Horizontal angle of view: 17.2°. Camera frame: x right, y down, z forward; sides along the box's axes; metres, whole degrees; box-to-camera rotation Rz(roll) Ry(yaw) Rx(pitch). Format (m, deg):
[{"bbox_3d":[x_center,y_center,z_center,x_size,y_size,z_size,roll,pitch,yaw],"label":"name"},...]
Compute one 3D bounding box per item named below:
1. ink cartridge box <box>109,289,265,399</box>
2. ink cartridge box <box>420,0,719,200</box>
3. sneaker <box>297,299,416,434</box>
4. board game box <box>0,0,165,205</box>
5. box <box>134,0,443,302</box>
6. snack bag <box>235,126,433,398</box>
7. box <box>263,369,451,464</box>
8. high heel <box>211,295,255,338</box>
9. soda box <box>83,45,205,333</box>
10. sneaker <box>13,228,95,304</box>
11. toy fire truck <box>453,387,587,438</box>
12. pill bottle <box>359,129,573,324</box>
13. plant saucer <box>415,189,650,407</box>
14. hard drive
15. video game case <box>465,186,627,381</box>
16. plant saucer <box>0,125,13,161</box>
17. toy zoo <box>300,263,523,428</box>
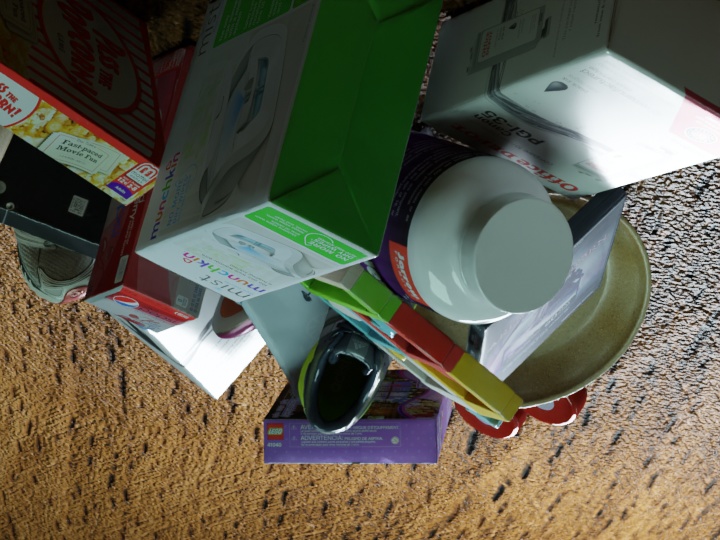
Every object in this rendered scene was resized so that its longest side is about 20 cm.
[{"bbox_3d":[-0.176,0.005,1.976,0.145,0.084,0.200,36,171,30],"label":"ink cartridge box"},{"bbox_3d":[0.158,-0.125,1.568,0.146,0.083,0.200,25,157,-28],"label":"ink cartridge box"},{"bbox_3d":[0.007,0.037,1.774,0.074,0.201,0.081,16,-166,-4],"label":"sneaker"},{"bbox_3d":[-0.221,-0.153,1.636,0.046,0.152,0.200,-32,138,24],"label":"board game box"},{"bbox_3d":[-0.047,-0.098,1.604,0.096,0.201,0.176,26,157,-28],"label":"box"},{"bbox_3d":[0.000,0.000,1.846,0.021,0.200,0.189,52,175,40],"label":"snack bag"},{"bbox_3d":[0.001,0.117,1.930,0.136,0.039,0.200,0,-171,5],"label":"box"},{"bbox_3d":[-0.023,0.002,1.887,0.200,0.068,0.096,-38,133,7],"label":"high heel"},{"bbox_3d":[-0.137,-0.060,1.750,0.070,0.201,0.063,24,156,-27],"label":"soda box"},{"bbox_3d":[-0.248,-0.060,1.848,0.078,0.200,0.082,-23,148,0],"label":"sneaker"},{"bbox_3d":[0.120,0.042,2.012,0.168,0.112,0.200,47,148,-15],"label":"toy fire truck"},{"bbox_3d":[0.057,-0.030,1.607,0.112,0.113,0.200,27,178,-31],"label":"pill bottle"},{"bbox_3d":[0.127,0.016,1.865,0.199,0.035,0.201,-6,123,-10],"label":"plant saucer"},{"bbox_3d":[-0.189,-0.077,1.806,0.199,0.140,0.038,20,158,-6],"label":"hard drive"},{"bbox_3d":[0.130,0.021,1.726,0.019,0.143,0.200,44,166,13],"label":"video game case"},{"bbox_3d":[-0.287,-0.103,1.733,0.035,0.201,0.200,25,156,-22],"label":"plant saucer"},{"bbox_3d":[0.034,0.049,1.678,0.200,0.020,0.131,39,171,-24],"label":"toy zoo"}]
